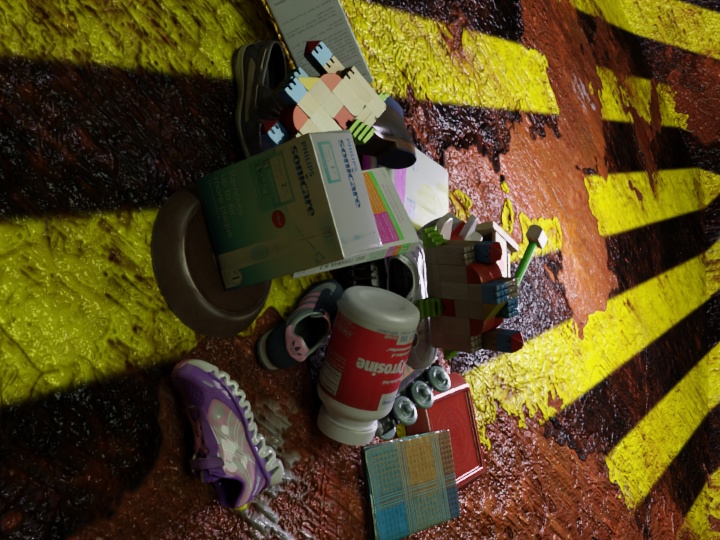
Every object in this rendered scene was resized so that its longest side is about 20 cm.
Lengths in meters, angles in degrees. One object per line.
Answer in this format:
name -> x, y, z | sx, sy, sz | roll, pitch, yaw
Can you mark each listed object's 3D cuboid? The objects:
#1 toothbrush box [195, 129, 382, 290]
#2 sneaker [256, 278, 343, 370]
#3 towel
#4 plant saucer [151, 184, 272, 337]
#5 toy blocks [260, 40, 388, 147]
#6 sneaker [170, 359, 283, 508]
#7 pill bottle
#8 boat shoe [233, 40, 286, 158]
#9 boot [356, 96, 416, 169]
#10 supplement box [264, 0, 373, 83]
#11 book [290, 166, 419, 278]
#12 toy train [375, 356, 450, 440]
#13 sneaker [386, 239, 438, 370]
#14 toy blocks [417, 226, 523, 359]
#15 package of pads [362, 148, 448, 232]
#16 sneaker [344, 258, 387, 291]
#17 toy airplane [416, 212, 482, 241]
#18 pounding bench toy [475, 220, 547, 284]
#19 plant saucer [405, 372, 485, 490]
toothbrush box -> -0.089, -0.070, 0.937 | 0.085, 0.198, 0.148 | -19, 95, -54
sneaker -> -0.059, 0.071, 1.086 | 0.071, 0.081, 0.200 | 60, 39, -17
towel -> 0.080, 0.335, 1.212 | 0.199, 0.022, 0.149 | -1, 82, -44
plant saucer -> -0.178, -0.016, 0.997 | 0.199, 0.034, 0.203 | 21, 63, -48
toy blocks -> -0.061, -0.219, 1.060 | 0.137, 0.100, 0.201 | 44, 74, -25
sneaker -> -0.168, 0.199, 0.909 | 0.088, 0.080, 0.202 | -44, 116, -41
pill bottle -> 0.004, 0.133, 1.072 | 0.112, 0.112, 0.202 | -8, 118, -54
boat shoe -> -0.131, -0.232, 1.093 | 0.074, 0.073, 0.203 | -3, 82, -53
boot -> 0.006, -0.236, 1.220 | 0.199, 0.074, 0.098 | 21, 54, -42
supplement box -> -0.068, -0.358, 1.165 | 0.202, 0.103, 0.101 | 63, 1, -16
book -> -0.029, -0.069, 1.095 | 0.198, 0.048, 0.135 | -12, 61, -28
toy train -> 0.059, 0.179, 1.213 | 0.114, 0.085, 0.199 | 52, 41, 6
sneaker -> 0.066, 0.055, 1.164 | 0.082, 0.074, 0.203 | -20, 103, -59
toy blocks -> 0.163, 0.037, 1.103 | 0.099, 0.136, 0.203 | -15, 103, -43
package of pads -> 0.080, -0.138, 1.354 | 0.199, 0.068, 0.156 | 25, 61, -48
sneaker -> 0.000, 0.000, 1.175 | 0.107, 0.074, 0.202 | 68, 22, -49
toy airplane -> 0.116, -0.016, 1.278 | 0.199, 0.140, 0.202 | -50, 156, -69
pounding bench toy -> 0.244, 0.009, 1.407 | 0.124, 0.198, 0.158 | 32, 54, -51
plant saucer -> 0.153, 0.290, 1.345 | 0.199, 0.036, 0.202 | -6, 84, -53
